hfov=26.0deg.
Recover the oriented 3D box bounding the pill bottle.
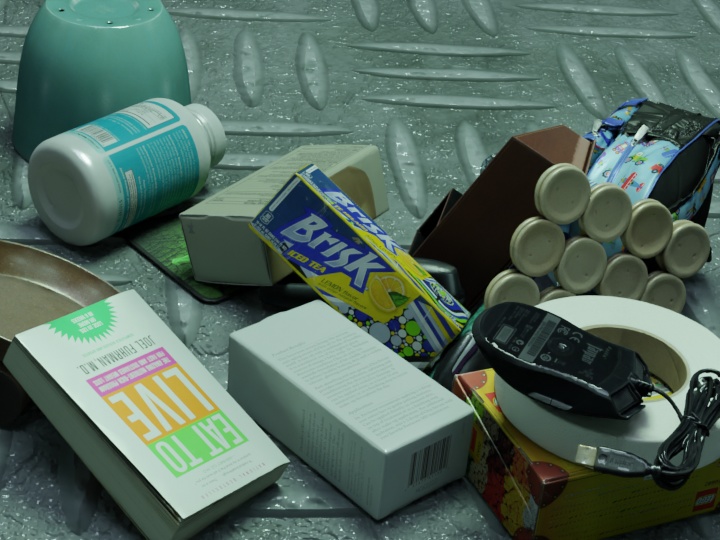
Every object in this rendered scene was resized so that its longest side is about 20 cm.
[{"bbox_3d":[-0.228,-0.107,1.572,0.111,0.111,0.200,27,37,30],"label":"pill bottle"}]

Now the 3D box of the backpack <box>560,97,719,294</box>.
[{"bbox_3d":[0.258,-0.053,1.502,0.134,0.183,0.200,22,38,24],"label":"backpack"}]

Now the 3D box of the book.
[{"bbox_3d":[-0.166,0.111,1.225,0.200,0.048,0.133,45,39,16],"label":"book"}]

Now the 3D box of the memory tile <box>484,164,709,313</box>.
[{"bbox_3d":[0.210,0.001,1.368,0.200,0.154,0.017,21,7,-30],"label":"memory tile"}]

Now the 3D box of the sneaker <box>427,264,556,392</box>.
[{"bbox_3d":[0.134,0.068,1.392,0.087,0.074,0.200,40,51,2],"label":"sneaker"}]

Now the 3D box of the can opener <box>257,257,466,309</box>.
[{"bbox_3d":[0.002,0.018,1.458,0.199,0.079,0.063,3,21,21],"label":"can opener"}]

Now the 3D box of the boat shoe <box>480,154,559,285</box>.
[{"bbox_3d":[0.154,-0.034,1.536,0.071,0.091,0.200,-5,33,-17],"label":"boat shoe"}]

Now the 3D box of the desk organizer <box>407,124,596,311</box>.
[{"bbox_3d":[0.124,-0.057,1.437,0.077,0.200,0.072,33,40,-8],"label":"desk organizer"}]

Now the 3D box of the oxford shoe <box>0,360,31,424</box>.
[{"bbox_3d":[-0.359,0.068,1.312,0.199,0.072,0.071,23,27,8],"label":"oxford shoe"}]

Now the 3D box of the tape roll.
[{"bbox_3d":[0.207,0.087,1.247,0.202,0.037,0.203,4,33,-3],"label":"tape roll"}]

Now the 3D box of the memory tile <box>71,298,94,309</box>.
[{"bbox_3d":[-0.347,0.022,1.430,0.199,0.017,0.153,22,34,25],"label":"memory tile"}]

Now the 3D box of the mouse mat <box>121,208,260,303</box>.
[{"bbox_3d":[-0.119,-0.031,1.567,0.200,0.008,0.161,-19,39,-37],"label":"mouse mat"}]

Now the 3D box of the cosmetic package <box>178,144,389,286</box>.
[{"bbox_3d":[-0.071,-0.057,1.518,0.105,0.071,0.200,4,26,38],"label":"cosmetic package"}]

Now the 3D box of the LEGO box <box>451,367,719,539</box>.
[{"bbox_3d":[0.192,0.138,1.271,0.199,0.077,0.149,-9,34,-22],"label":"LEGO box"}]

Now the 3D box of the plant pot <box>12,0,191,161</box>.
[{"bbox_3d":[-0.279,-0.215,1.693,0.200,0.161,0.201,4,32,-2],"label":"plant pot"}]

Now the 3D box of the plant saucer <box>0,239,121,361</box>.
[{"bbox_3d":[-0.279,0.036,1.332,0.200,0.035,0.200,23,20,-9],"label":"plant saucer"}]

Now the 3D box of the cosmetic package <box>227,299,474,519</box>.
[{"bbox_3d":[-0.012,0.110,1.289,0.101,0.071,0.200,-20,40,-36],"label":"cosmetic package"}]

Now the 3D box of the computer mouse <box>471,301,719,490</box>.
[{"bbox_3d":[0.164,0.100,1.151,0.199,0.046,0.141,19,39,12],"label":"computer mouse"}]

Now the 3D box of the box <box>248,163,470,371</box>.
[{"bbox_3d":[0.000,0.000,1.375,0.200,0.070,0.064,44,17,0],"label":"box"}]
